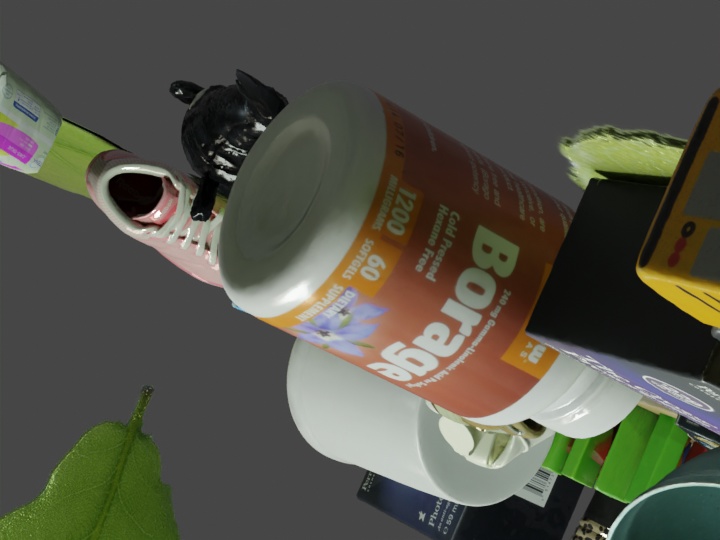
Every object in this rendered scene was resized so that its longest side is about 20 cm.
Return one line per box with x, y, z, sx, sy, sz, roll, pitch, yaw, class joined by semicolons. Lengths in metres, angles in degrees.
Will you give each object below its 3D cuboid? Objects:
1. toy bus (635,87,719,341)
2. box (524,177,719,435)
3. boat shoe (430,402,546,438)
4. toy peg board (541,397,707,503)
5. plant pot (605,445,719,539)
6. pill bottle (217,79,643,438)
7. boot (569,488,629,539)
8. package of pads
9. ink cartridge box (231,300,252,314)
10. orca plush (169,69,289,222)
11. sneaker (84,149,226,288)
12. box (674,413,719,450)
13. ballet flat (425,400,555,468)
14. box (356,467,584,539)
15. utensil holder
0.176;0.015;0.579;0.199;0.066;0.078;28;173;-31;toy bus
0.188;0.041;0.744;0.199;0.079;0.141;27;172;-22;box
0.066;0.023;0.993;0.076;0.072;0.201;26;158;33;boat shoe
0.265;0.167;1.616;0.198;0.099;0.200;28;175;-31;toy peg board
0.268;0.183;1.148;0.199;0.202;0.134;22;-140;29;plant pot
0.043;0.003;0.855;0.199;0.113;0.112;27;175;-29;pill bottle
0.303;0.231;1.794;0.199;0.152;0.073;27;175;-22;boot
-0.350;-0.151;1.455;0.199;0.069;0.155;24;176;12;package of pads
0.000;0.000;1.136;0.114;0.068;0.200;19;-174;4;ink cartridge box
-0.062;-0.053;1.018;0.105;0.072;0.200;26;175;-18;orca plush
-0.149;-0.038;1.609;0.199;0.076;0.105;30;180;-11;sneaker
0.329;0.138;1.269;0.199;0.046;0.159;22;174;30;box
0.083;0.099;1.268;0.069;0.070;0.200;23;168;25;ballet flat
0.119;0.172;1.795;0.123;0.201;0.198;26;175;-26;box
0.056;0.110;1.642;0.169;0.171;0.199;28;173;-34;utensil holder
